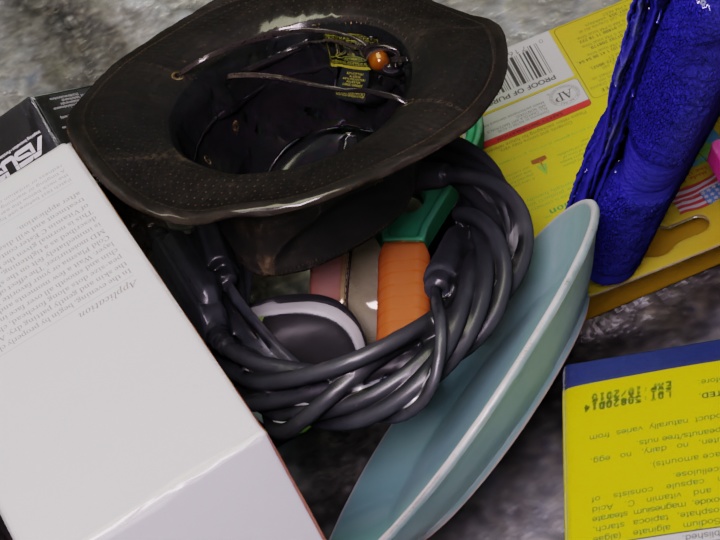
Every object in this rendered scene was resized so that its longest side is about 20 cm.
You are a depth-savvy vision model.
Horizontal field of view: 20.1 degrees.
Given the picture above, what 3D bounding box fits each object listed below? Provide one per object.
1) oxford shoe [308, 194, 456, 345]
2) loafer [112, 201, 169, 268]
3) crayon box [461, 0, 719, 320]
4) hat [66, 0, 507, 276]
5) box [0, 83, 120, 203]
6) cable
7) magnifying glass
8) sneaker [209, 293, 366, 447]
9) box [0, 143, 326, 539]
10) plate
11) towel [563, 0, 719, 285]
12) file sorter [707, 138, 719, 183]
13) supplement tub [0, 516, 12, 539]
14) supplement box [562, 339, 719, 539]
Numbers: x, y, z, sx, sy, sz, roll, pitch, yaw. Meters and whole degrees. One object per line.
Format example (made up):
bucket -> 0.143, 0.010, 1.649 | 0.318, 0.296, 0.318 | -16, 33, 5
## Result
oxford shoe -> 0.021, -0.036, 1.046 | 0.073, 0.071, 0.201 | 3, 52, 8
loafer -> -0.162, 0.052, 1.028 | 0.200, 0.067, 0.076 | -38, 49, 5
crayon box -> 0.122, -0.048, 1.016 | 0.126, 0.051, 0.200 | -22, 40, 1
hat -> -0.029, -0.051, 0.885 | 0.199, 0.081, 0.201 | -4, 34, 3
box -> -0.173, -0.032, 1.011 | 0.192, 0.048, 0.200 | -28, -1, 23
cable -> 0.000, 0.000, 0.915 | 0.162, 0.051, 0.200 | -25, 38, -11
magnifying glass -> 0.021, -0.026, 0.981 | 0.079, 0.022, 0.201 | -1, 53, 3
sneaker -> -0.081, 0.086, 0.945 | 0.199, 0.072, 0.083 | -29, 29, 5
box -> -0.098, 0.065, 0.809 | 0.097, 0.125, 0.200 | -31, 45, -7
plate -> 0.049, 0.057, 0.874 | 0.026, 0.200, 0.201 | 36, 56, -3
towel -> 0.143, -0.101, 0.878 | 0.049, 0.200, 0.148 | 27, 58, 8
file sorter -> 0.253, -0.026, 0.818 | 0.138, 0.126, 0.201 | -15, 57, -12
supplement tub -> -0.249, 0.135, 0.915 | 0.200, 0.107, 0.107 | -36, 36, 20
supplement box -> 0.140, 0.134, 0.768 | 0.108, 0.110, 0.201 | -10, 41, 14
